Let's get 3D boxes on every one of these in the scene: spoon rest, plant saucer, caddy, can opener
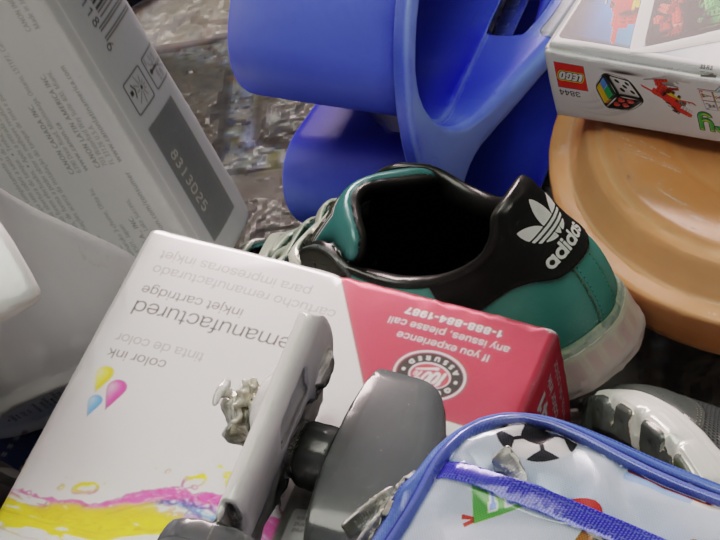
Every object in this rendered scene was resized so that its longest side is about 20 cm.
[{"bbox_3d":[-0.117,0.011,0.946,0.099,0.200,0.061,-23,79,-4],"label":"spoon rest"},{"bbox_3d":[0.163,-0.049,1.004,0.200,0.032,0.200,-9,43,9],"label":"plant saucer"},{"bbox_3d":[0.036,-0.099,1.069,0.105,0.141,0.200,2,46,26],"label":"caddy"},{"bbox_3d":[-0.034,0.096,0.812,0.066,0.053,0.200,17,56,15],"label":"can opener"}]

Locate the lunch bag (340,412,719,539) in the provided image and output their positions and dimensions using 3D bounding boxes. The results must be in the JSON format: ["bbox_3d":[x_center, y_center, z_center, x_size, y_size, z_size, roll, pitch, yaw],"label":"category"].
[{"bbox_3d":[0.077,0.122,0.771,0.200,0.076,0.160,23,55,22],"label":"lunch bag"}]

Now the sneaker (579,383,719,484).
[{"bbox_3d":[0.144,0.091,0.898,0.085,0.075,0.200,-11,30,-32],"label":"sneaker"}]

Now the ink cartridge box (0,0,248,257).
[{"bbox_3d":[-0.160,-0.051,1.036,0.200,0.162,0.050,-10,33,32],"label":"ink cartridge box"}]

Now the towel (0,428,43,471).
[{"bbox_3d":[-0.118,0.104,0.995,0.200,0.024,0.145,12,52,30],"label":"towel"}]

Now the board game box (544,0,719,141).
[{"bbox_3d":[0.163,-0.121,1.030,0.126,0.035,0.200,12,49,27],"label":"board game box"}]

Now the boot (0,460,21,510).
[{"bbox_3d":[-0.195,0.100,0.960,0.200,0.070,0.132,13,74,58],"label":"boot"}]

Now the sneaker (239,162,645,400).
[{"bbox_3d":[0.000,0.000,0.995,0.200,0.080,0.071,-4,38,39],"label":"sneaker"}]

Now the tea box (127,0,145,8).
[{"bbox_3d":[-0.133,-0.220,1.204,0.197,0.200,0.134,-32,45,-17],"label":"tea box"}]

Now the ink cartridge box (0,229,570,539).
[{"bbox_3d":[-0.035,0.099,0.898,0.147,0.086,0.200,14,53,16],"label":"ink cartridge box"}]
